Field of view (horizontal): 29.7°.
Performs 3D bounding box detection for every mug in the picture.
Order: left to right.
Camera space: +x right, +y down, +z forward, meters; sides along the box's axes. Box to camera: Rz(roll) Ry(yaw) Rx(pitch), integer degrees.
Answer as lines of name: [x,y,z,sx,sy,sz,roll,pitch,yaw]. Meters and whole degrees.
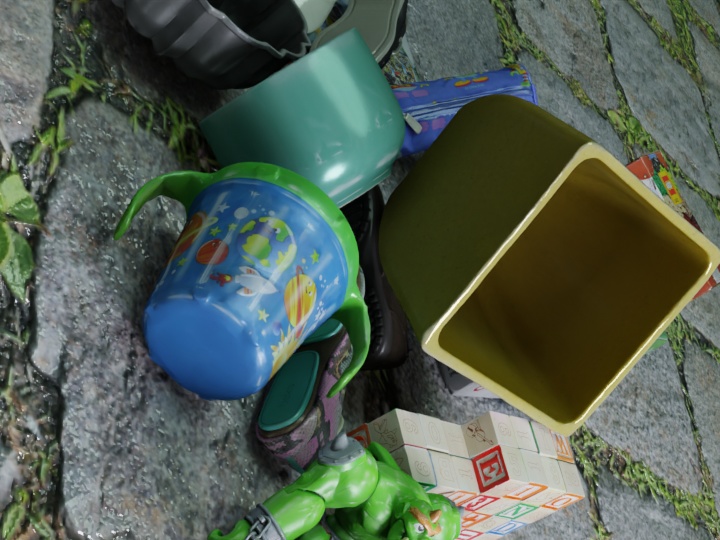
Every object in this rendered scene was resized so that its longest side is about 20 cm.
mug: [-0.034,-0.112,1.109,0.115,0.151,0.185,59,29,-6]

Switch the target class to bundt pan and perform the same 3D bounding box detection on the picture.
bundt pan: [-0.136,-0.227,1.112,0.201,0.076,0.203,41,23,-21]

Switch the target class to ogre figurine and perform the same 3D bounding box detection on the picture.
ogre figurine: [-0.005,0.183,0.916,0.199,0.121,0.098,36,0,-20]

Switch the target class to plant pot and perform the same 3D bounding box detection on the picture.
plant pot: [0.127,-0.026,1.102,0.193,0.196,0.200,32,12,-37]

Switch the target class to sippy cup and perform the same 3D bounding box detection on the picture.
sippy cup: [-0.084,0.016,0.951,0.131,0.175,0.141,-60,153,-46]

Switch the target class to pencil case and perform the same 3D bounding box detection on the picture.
pencil case: [0.080,-0.150,1.308,0.198,0.087,0.079,-12,91,-27]

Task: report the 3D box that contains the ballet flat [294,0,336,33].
ballet flat: [-0.031,-0.290,1.284,0.070,0.069,0.201,49,31,-16]

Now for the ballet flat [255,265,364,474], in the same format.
ballet flat: [-0.031,0.075,1.043,0.201,0.068,0.072,-75,145,-47]

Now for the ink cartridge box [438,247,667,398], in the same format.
ink cartridge box: [0.177,0.056,1.285,0.199,0.144,0.085,10,54,-53]

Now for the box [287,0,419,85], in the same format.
box: [-0.015,-0.219,1.348,0.199,0.037,0.138,20,48,-48]

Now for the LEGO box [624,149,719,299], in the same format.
LEGO box: [0.252,-0.008,1.402,0.150,0.199,0.077,61,29,6]

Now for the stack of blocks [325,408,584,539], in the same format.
stack of blocks: [0.073,0.160,1.062,0.199,0.115,0.059,20,47,-47]

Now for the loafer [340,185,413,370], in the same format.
loafer: [0.000,0.000,1.154,0.071,0.072,0.202,35,41,-51]

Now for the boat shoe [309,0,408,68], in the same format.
boat shoe: [0.002,-0.212,1.268,0.201,0.073,0.061,-73,163,-45]
